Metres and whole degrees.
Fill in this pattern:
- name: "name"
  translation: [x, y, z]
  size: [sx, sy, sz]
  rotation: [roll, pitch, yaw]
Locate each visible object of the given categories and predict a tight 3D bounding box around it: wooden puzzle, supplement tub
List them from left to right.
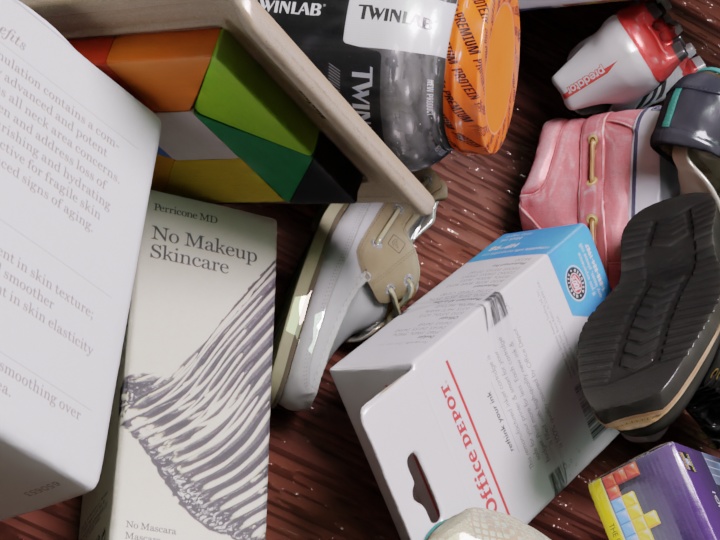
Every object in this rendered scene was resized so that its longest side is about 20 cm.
- name: "wooden puzzle"
  translation: [-0.084, -0.076, 0.810]
  size: [0.185, 0.199, 0.037]
  rotation: [44, 61, -48]
- name: "supplement tub"
  translation: [-0.019, -0.119, 0.899]
  size: [0.198, 0.123, 0.123]
  rotation: [6, 50, 17]

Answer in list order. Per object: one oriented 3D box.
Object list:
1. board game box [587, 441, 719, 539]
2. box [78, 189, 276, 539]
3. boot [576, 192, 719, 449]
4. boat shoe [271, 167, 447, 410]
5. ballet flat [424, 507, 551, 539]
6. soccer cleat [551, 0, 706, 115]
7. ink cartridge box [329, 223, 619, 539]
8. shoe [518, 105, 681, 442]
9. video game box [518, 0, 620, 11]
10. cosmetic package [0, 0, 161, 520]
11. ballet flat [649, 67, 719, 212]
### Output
- name: "board game box"
  translation: [0.205, 0.197, 0.858]
  size: [0.165, 0.056, 0.201]
  rotation: [23, 42, -60]
- name: "box"
  translation: [-0.091, 0.065, 0.832]
  size: [0.082, 0.068, 0.201]
  rotation: [11, 57, -19]
- name: "boot"
  translation: [0.183, 0.062, 0.878]
  size: [0.139, 0.077, 0.200]
  rotation: [65, 32, -21]
- name: "boat shoe"
  translation: [0.000, 0.000, 0.915]
  size: [0.068, 0.075, 0.201]
  rotation: [24, 51, -5]
- name: "ballet flat"
  translation: [0.113, 0.182, 0.822]
  size: [0.200, 0.062, 0.068]
  rotation: [42, 64, -27]
- name: "soccer cleat"
  translation: [0.172, -0.134, 1.068]
  size: [0.069, 0.085, 0.200]
  rotation: [60, 16, 1]
- name: "ink cartridge box"
  translation: [0.061, 0.072, 0.878]
  size: [0.200, 0.066, 0.117]
  rotation: [-35, 110, -38]
- name: "shoe"
  translation: [0.147, 0.002, 0.999]
  size: [0.071, 0.090, 0.202]
  rotation: [13, 79, -56]
- name: "video game box"
  translation: [0.181, -0.202, 1.065]
  size: [0.181, 0.199, 0.047]
  rotation: [-19, 104, -33]
- name: "cosmetic package"
  translation: [-0.210, -0.007, 0.719]
  size: [0.167, 0.165, 0.201]
  rotation: [39, 44, -39]
- name: "ballet flat"
  translation: [0.238, -0.027, 0.964]
  size: [0.200, 0.073, 0.073]
  rotation: [47, 49, -17]
